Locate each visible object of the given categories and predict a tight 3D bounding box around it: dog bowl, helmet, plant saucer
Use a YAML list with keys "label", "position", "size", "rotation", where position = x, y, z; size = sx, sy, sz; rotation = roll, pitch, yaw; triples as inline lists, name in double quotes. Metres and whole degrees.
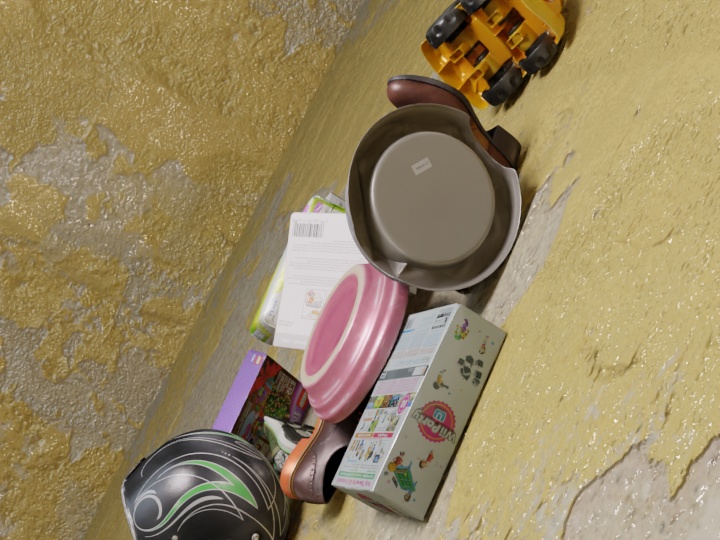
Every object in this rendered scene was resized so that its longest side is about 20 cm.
- label: "dog bowl"
  position: [0.072, -0.074, 1.268]
  size: [0.203, 0.198, 0.059]
  rotation: [-65, 11, -16]
- label: "helmet"
  position: [-0.189, 0.301, 1.495]
  size: [0.188, 0.203, 0.200]
  rotation: [-24, 13, -4]
- label: "plant saucer"
  position: [-0.013, 0.072, 1.345]
  size: [0.202, 0.050, 0.202]
  rotation: [-56, 17, 26]

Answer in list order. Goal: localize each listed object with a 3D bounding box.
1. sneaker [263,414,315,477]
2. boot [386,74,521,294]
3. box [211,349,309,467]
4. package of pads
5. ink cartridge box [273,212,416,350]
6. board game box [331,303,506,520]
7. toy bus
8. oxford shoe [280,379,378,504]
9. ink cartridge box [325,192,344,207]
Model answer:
- label: "sneaker"
  position: [-0.100, 0.250, 1.585]
  size: [0.200, 0.076, 0.090]
  rotation: [-176, 103, -80]
- label: "boot"
  position: [0.077, -0.100, 1.337]
  size: [0.068, 0.187, 0.202]
  rotation: [-14, 45, 58]
- label: "box"
  position: [-0.152, 0.233, 1.674]
  size: [0.039, 0.137, 0.203]
  rotation: [12, 70, 36]
- label: "package of pads"
  position: [-0.085, 0.005, 1.676]
  size: [0.154, 0.067, 0.203]
  rotation: [139, 154, -75]
- label: "ink cartridge box"
  position: [-0.018, 0.019, 1.490]
  size: [0.198, 0.044, 0.180]
  rotation: [4, 84, 42]
- label: "board game box"
  position: [0.056, 0.142, 1.191]
  size: [0.202, 0.064, 0.147]
  rotation: [-63, 12, -14]
- label: "toy bus"
  position: [0.201, -0.334, 1.526]
  size: [0.193, 0.136, 0.200]
  rotation: [-50, 8, -31]
- label: "oxford shoe"
  position: [-0.014, 0.192, 1.403]
  size: [0.072, 0.071, 0.202]
  rotation: [12, 62, 41]
- label: "ink cartridge box"
  position: [-0.082, -0.003, 1.998]
  size: [0.175, 0.083, 0.202]
  rotation: [-38, 27, 61]
